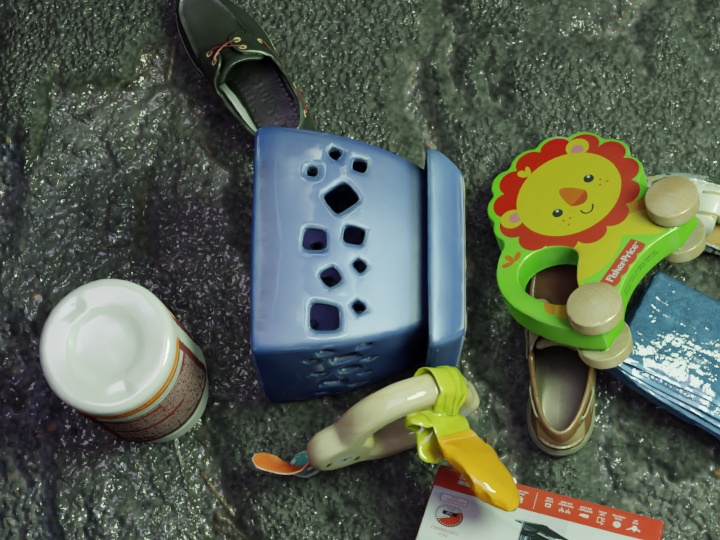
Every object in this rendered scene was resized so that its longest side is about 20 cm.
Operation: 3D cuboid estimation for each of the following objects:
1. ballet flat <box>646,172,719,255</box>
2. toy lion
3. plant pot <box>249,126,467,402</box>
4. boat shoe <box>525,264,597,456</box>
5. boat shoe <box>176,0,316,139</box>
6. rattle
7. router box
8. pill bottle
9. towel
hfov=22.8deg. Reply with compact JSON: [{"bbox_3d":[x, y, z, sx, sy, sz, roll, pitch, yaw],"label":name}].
[{"bbox_3d":[0.331,-0.045,1.578,0.200,0.072,0.072,21,79,11],"label":"ballet flat"},{"bbox_3d":[0.187,-0.032,1.550,0.191,0.069,0.200,22,62,34],"label":"toy lion"},{"bbox_3d":[0.000,0.000,1.539,0.179,0.200,0.201,1,74,1],"label":"plant pot"},{"bbox_3d":[0.179,0.059,1.564,0.075,0.072,0.201,-3,75,5],"label":"boat shoe"},{"bbox_3d":[-0.110,-0.191,1.668,0.074,0.063,0.202,-34,73,-1],"label":"boat shoe"},{"bbox_3d":[0.022,0.177,1.521,0.200,0.130,0.143,-29,84,8],"label":"rattle"},{"bbox_3d":[0.138,0.265,1.483,0.199,0.049,0.180,13,44,9],"label":"router box"},{"bbox_3d":[-0.195,0.085,1.532,0.114,0.200,0.115,-2,75,6],"label":"pill bottle"},{"bbox_3d":[0.317,0.088,1.541,0.200,0.049,0.112,29,68,7],"label":"towel"}]
